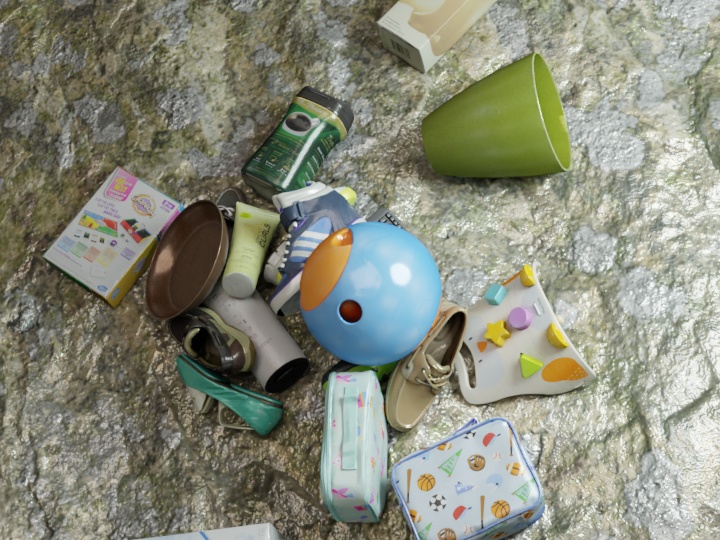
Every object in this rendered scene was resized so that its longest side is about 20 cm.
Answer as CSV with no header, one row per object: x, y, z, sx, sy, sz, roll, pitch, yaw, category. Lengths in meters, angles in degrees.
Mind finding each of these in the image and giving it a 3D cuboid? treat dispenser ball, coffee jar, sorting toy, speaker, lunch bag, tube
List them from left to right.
-0.173,-0.040,1.756,0.052,0.058,0.200,-23,32,23,tube
-0.162,0.090,1.718,0.081,0.081,0.200,-37,63,-7,speaker
-0.099,-0.204,1.845,0.104,0.085,0.200,27,74,26,coffee jar
-0.011,0.240,1.567,0.077,0.160,0.200,-4,65,10,lunch bag
0.014,0.032,1.578,0.201,0.201,0.201,-5,64,10,treat dispenser ball
0.150,0.295,1.555,0.200,0.076,0.160,-24,60,1,lunch bag
0.209,0.102,1.638,0.180,0.107,0.200,-32,60,17,sorting toy

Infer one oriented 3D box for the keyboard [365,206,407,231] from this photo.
0.000,0.000,1.725,0.200,0.040,0.104,-43,97,-9,keyboard

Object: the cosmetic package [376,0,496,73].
0.134,-0.443,1.919,0.105,0.071,0.200,36,77,25,cosmetic package

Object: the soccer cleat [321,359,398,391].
0.025,0.117,1.679,0.200,0.068,0.081,-28,53,-10,soccer cleat

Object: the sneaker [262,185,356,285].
-0.060,-0.042,1.771,0.090,0.078,0.200,35,81,16,sneaker

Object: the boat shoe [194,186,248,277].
-0.223,-0.054,1.814,0.067,0.057,0.200,4,65,14,boat shoe

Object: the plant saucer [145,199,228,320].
-0.262,-0.012,1.748,0.200,0.037,0.201,-30,46,37,plant saucer

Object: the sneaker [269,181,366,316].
-0.098,-0.044,1.697,0.146,0.081,0.200,42,80,19,sneaker

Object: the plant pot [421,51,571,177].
0.203,-0.218,1.751,0.200,0.187,0.187,-14,61,22,plant pot

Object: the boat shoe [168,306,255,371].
-0.236,0.101,1.692,0.200,0.065,0.073,16,105,46,boat shoe

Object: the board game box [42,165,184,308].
-0.403,-0.057,1.865,0.153,0.040,0.200,31,74,24,board game box

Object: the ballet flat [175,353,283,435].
-0.209,0.191,1.690,0.200,0.067,0.070,23,86,24,ballet flat

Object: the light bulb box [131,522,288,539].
-0.200,0.458,1.522,0.200,0.125,0.199,-9,63,7,light bulb box

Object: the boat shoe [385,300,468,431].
0.095,0.139,1.618,0.071,0.065,0.200,22,88,-19,boat shoe
